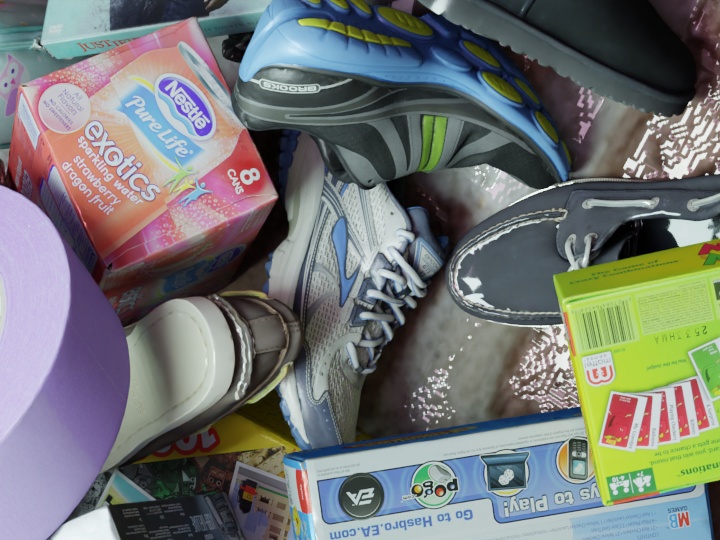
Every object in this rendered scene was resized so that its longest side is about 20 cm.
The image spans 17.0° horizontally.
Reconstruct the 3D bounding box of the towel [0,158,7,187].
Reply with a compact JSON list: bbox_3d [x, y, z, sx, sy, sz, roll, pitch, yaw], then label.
[{"bbox_3d":[-0.216,0.062,1.258,0.085,0.166,0.200,-6,136,-4],"label":"towel"}]

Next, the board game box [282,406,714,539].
[{"bbox_3d":[0.075,0.171,1.165,0.199,0.056,0.197,-8,91,-13],"label":"board game box"}]

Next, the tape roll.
[{"bbox_3d":[-0.207,0.055,1.087,0.199,0.066,0.201,-14,47,15],"label":"tape roll"}]

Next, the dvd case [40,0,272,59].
[{"bbox_3d":[-0.086,-0.208,1.244,0.146,0.022,0.201,-5,63,27],"label":"dvd case"}]

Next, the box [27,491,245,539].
[{"bbox_3d":[-0.150,0.159,1.148,0.157,0.200,0.050,-24,82,9],"label":"box"}]

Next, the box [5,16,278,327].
[{"bbox_3d":[-0.114,-0.038,1.215,0.094,0.200,0.103,-23,82,-14],"label":"box"}]

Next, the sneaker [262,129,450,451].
[{"bbox_3d":[0.000,0.000,1.215,0.085,0.077,0.201,-2,70,13],"label":"sneaker"}]

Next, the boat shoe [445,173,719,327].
[{"bbox_3d":[0.125,-0.012,1.182,0.199,0.063,0.073,-9,90,26],"label":"boat shoe"}]

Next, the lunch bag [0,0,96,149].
[{"bbox_3d":[-0.244,-0.121,1.298,0.199,0.160,0.077,15,101,25],"label":"lunch bag"}]

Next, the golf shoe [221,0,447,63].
[{"bbox_3d":[0.006,-0.138,1.224,0.200,0.094,0.078,-16,59,52],"label":"golf shoe"}]

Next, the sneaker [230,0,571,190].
[{"bbox_3d":[0.020,-0.078,1.168,0.083,0.199,0.071,-51,44,28],"label":"sneaker"}]

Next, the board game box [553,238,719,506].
[{"bbox_3d":[0.197,0.033,1.106,0.199,0.048,0.102,-12,105,3],"label":"board game box"}]

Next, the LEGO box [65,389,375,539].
[{"bbox_3d":[-0.053,0.148,1.272,0.200,0.077,0.149,26,104,22],"label":"LEGO box"}]

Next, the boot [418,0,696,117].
[{"bbox_3d":[0.138,-0.183,1.117,0.200,0.164,0.066,-60,34,17],"label":"boot"}]

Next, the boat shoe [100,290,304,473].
[{"bbox_3d":[-0.101,0.055,1.198,0.200,0.059,0.072,-27,75,53],"label":"boat shoe"}]
